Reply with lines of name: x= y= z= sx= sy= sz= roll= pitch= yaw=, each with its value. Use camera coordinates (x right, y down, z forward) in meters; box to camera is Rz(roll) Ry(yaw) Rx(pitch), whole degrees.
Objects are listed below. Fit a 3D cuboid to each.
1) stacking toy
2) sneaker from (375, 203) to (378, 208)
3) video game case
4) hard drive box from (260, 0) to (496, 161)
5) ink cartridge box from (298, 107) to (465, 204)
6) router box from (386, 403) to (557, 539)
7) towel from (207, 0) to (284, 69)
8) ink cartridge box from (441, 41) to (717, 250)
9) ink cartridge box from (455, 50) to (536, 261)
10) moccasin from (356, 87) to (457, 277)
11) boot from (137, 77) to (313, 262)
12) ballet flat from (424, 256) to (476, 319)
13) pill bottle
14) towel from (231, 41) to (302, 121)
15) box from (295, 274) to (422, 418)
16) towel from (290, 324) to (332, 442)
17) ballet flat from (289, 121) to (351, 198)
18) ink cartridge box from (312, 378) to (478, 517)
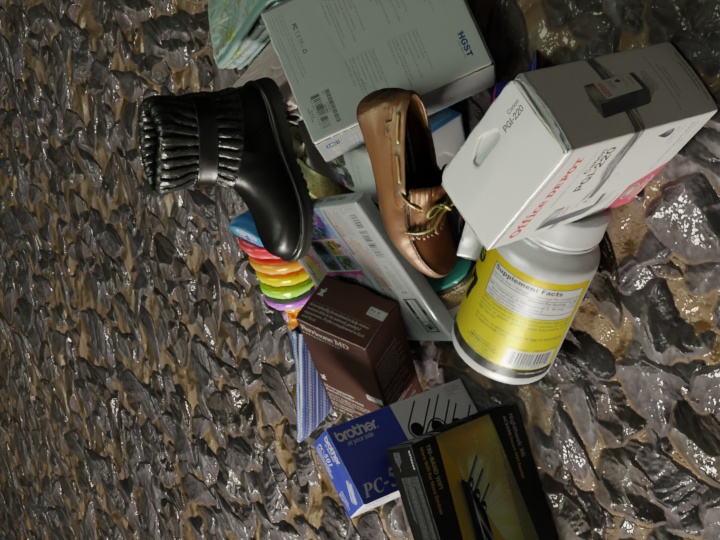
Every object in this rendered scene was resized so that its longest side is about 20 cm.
stacking toy: x=-0.098 y=0.010 z=1.532 sx=0.116 sy=0.109 sz=0.202 roll=24 pitch=132 yaw=45
sneaker: x=0.010 y=-0.045 z=1.341 sx=0.070 sy=0.099 sz=0.201 roll=51 pitch=139 yaw=27
video game case: x=0.000 y=0.000 z=1.285 sx=0.181 sy=0.024 sz=0.201 roll=-2 pitch=130 yaw=53
hard drive box: x=0.020 y=-0.228 z=1.174 sx=0.077 sy=0.198 sz=0.157 roll=44 pitch=-157 yaw=-78
ink cartridge box: x=0.013 y=-0.151 z=1.277 sx=0.199 sy=0.115 sz=0.068 roll=32 pitch=147 yaw=45
router box: x=0.129 y=0.265 z=1.245 sx=0.052 sy=0.156 sz=0.202 roll=-21 pitch=86 yaw=55
towel: x=-0.139 y=-0.366 z=1.436 sx=0.200 sy=0.048 sz=0.173 roll=-30 pitch=61 yaw=54
ink cartridge box: x=0.188 y=-0.109 z=0.983 sx=0.085 sy=0.199 sz=0.146 roll=59 pitch=143 yaw=20
ink cartridge box: x=0.137 y=-0.117 z=1.152 sx=0.095 sy=0.037 sz=0.201 roll=-76 pitch=2 yaw=-56
moccasin: x=0.061 y=-0.084 z=1.120 sx=0.077 sy=0.073 sz=0.203 roll=5 pitch=119 yaw=40
boot: x=-0.146 y=-0.095 z=1.215 sx=0.079 sy=0.157 sz=0.213 roll=-2 pitch=106 yaw=55
ballet flat: x=0.084 y=0.030 z=1.316 sx=0.065 sy=0.071 sz=0.199 roll=52 pitch=152 yaw=-17
pill bottle: x=0.170 y=0.005 z=1.128 sx=0.114 sy=0.114 sz=0.201 roll=47 pitch=136 yaw=33
towel: x=-0.074 y=-0.240 z=1.333 sx=0.199 sy=0.192 sz=0.032 roll=2 pitch=139 yaw=53
box: x=0.003 y=0.104 z=1.329 sx=0.100 sy=0.075 sz=0.201 roll=21 pitch=149 yaw=28
towel: x=-0.041 y=0.103 z=1.406 sx=0.024 sy=0.200 sz=0.146 roll=7 pitch=112 yaw=20
ballet flat: x=-0.067 y=-0.145 z=1.449 sx=0.200 sy=0.070 sz=0.071 roll=46 pitch=136 yaw=35
ink cartridge box: x=0.053 y=0.198 z=1.288 sx=0.095 sy=0.199 sz=0.044 roll=60 pitch=143 yaw=18
